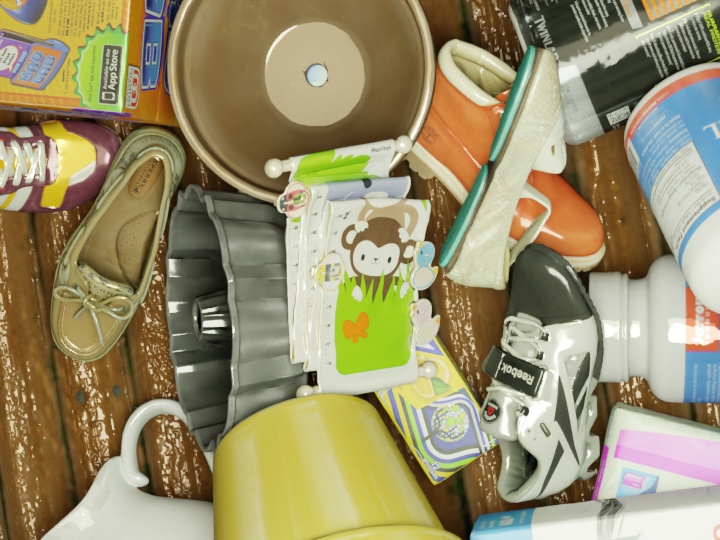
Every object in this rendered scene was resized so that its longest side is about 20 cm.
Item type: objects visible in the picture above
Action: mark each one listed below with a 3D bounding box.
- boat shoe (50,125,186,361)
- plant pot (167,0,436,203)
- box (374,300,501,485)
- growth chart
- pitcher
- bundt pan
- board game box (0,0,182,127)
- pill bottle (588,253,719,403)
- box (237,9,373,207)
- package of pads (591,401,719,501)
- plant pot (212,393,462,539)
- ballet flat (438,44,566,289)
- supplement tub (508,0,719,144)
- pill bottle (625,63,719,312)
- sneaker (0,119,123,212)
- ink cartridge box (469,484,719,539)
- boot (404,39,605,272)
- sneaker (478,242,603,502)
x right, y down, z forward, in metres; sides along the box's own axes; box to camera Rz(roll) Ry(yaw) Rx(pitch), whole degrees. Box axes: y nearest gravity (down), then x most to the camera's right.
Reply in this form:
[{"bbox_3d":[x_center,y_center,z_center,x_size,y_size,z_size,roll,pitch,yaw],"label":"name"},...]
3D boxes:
[{"bbox_3d":[-0.194,-0.015,1.545,0.073,0.063,0.201,19,107,-8],"label":"boat shoe"},{"bbox_3d":[-0.039,-0.150,1.482,0.199,0.093,0.203,0,93,8],"label":"plant pot"},{"bbox_3d":[0.030,0.062,1.527,0.064,0.070,0.201,-33,87,3],"label":"box"},{"bbox_3d":[0.000,0.000,1.424,0.144,0.018,0.202,-18,113,-32],"label":"growth chart"},{"bbox_3d":[-0.127,0.208,1.537,0.199,0.121,0.173,26,83,18],"label":"pitcher"},{"bbox_3d":[-0.088,0.033,1.491,0.075,0.202,0.204,-5,91,-18],"label":"bundt pan"},{"bbox_3d":[-0.240,-0.220,1.491,0.198,0.200,0.202,6,93,8],"label":"board game box"},{"bbox_3d":[0.270,0.043,1.472,0.198,0.112,0.113,-1,91,8],"label":"pill bottle"},{"bbox_3d":[-0.046,-0.141,1.549,0.118,0.041,0.202,-7,93,8],"label":"box"},{"bbox_3d":[0.270,0.200,1.498,0.198,0.068,0.156,13,93,8],"label":"package of pads"},{"bbox_3d":[-0.023,0.200,1.403,0.199,0.201,0.190,-22,59,8],"label":"plant pot"},{"bbox_3d":[0.116,-0.072,1.435,0.062,0.068,0.201,19,123,-4],"label":"ballet flat"},{"bbox_3d":[0.220,-0.185,1.468,0.199,0.123,0.123,-23,88,8],"label":"supplement tub"},{"bbox_3d":[0.268,-0.040,1.385,0.112,0.112,0.201,-26,51,8],"label":"pill bottle"},{"bbox_3d":[-0.286,-0.079,1.557,0.198,0.090,0.076,-7,91,8],"label":"sneaker"},{"bbox_3d":[0.188,0.242,1.434,0.198,0.086,0.148,-9,89,9],"label":"ink cartridge box"},{"bbox_3d":[0.115,-0.085,1.488,0.200,0.075,0.107,40,133,4],"label":"boot"},{"bbox_3d":[0.126,0.082,1.445,0.074,0.088,0.202,20,125,48],"label":"sneaker"}]
